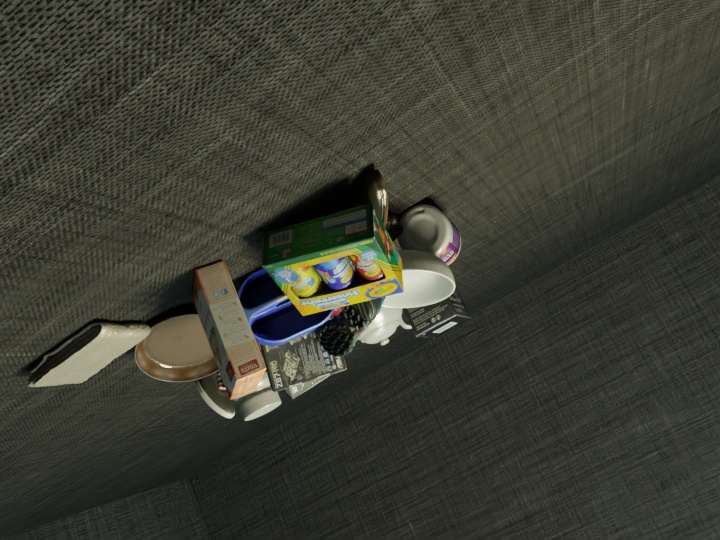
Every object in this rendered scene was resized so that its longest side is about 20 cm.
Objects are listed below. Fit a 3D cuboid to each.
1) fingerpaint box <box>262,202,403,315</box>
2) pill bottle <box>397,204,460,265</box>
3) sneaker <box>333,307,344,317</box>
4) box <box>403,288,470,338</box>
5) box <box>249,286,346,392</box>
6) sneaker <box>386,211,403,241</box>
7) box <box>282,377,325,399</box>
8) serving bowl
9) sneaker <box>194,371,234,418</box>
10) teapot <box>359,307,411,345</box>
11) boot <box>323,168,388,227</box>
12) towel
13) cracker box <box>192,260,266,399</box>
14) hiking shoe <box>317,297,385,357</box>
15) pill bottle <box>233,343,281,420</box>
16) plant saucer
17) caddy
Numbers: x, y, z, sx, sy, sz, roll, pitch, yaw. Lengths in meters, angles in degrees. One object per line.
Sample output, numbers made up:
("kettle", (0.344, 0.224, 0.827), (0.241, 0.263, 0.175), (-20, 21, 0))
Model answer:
("fingerpaint box", (-0.042, -0.011, 1.094), (0.195, 0.075, 0.168), (-13, 144, 15))
("pill bottle", (0.154, -0.065, 1.384), (0.110, 0.113, 0.199), (-30, 165, 14))
("sneaker", (-0.101, 0.077, 1.385), (0.196, 0.073, 0.111), (-1, -179, -35))
("box", (0.169, 0.052, 1.619), (0.116, 0.204, 0.196), (-29, 165, 15))
("box", (-0.128, 0.125, 1.322), (0.157, 0.205, 0.049), (-15, -179, -16))
("sneaker", (0.015, -0.068, 1.242), (0.115, 0.076, 0.199), (-42, 170, 30))
("box", (-0.129, 0.167, 1.493), (0.156, 0.204, 0.048), (-27, -152, -27))
("serving bowl", (0.086, 0.009, 1.271), (0.194, 0.068, 0.201), (0, 157, 0))
("sneaker", (-0.297, 0.204, 1.367), (0.099, 0.202, 0.070), (-41, 154, 13))
("teapot", (0.043, 0.130, 1.770), (0.197, 0.148, 0.197), (-31, 165, 13))
("boot", (-0.013, -0.086, 1.097), (0.095, 0.076, 0.202), (-14, 149, -18))
("towel", (-0.481, 0.146, 1.152), (0.198, 0.035, 0.132), (-33, 165, 15))
("cracker box", (-0.230, 0.105, 1.117), (0.057, 0.203, 0.134), (-19, 163, -23))
("hiking shoe", (-0.011, 0.099, 1.246), (0.086, 0.075, 0.200), (-35, 173, -43))
("pill bottle", (-0.255, 0.221, 1.452), (0.107, 0.204, 0.110), (-24, 165, -7))
("plant saucer", (-0.339, 0.144, 1.268), (0.195, 0.033, 0.203), (-14, 139, -12))
("caddy", (-0.139, 0.058, 1.236), (0.196, 0.144, 0.105), (-23, 168, -17))
